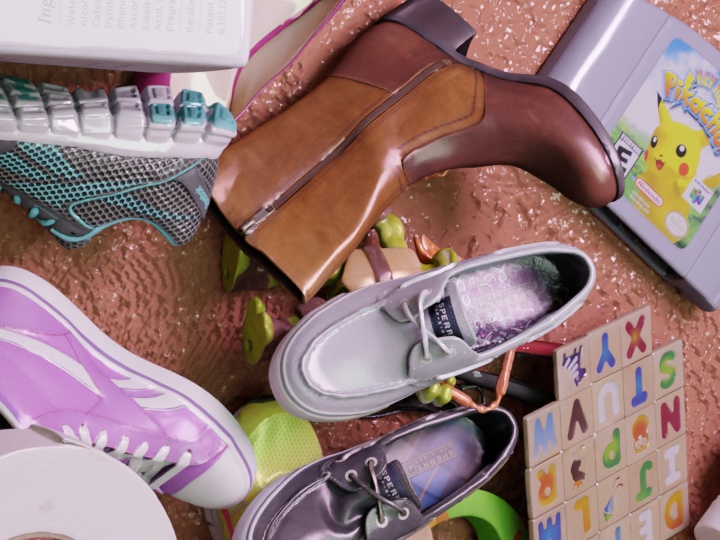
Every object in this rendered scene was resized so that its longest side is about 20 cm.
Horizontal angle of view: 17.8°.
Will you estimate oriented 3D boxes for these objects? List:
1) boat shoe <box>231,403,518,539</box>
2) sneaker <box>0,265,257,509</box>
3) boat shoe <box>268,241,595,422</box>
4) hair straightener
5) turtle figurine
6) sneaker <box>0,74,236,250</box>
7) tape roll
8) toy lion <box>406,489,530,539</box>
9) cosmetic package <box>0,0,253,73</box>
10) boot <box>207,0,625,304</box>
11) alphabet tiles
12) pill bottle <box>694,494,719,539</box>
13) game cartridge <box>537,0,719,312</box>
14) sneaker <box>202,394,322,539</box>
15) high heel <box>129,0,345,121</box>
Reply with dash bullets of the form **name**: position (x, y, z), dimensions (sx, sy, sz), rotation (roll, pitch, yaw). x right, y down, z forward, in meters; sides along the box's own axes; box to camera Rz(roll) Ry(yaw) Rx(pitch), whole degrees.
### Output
- **boat shoe**: position (0.015, 0.128, 1.328), dimensions (0.200, 0.066, 0.070), rotation (-20, 80, -37)
- **sneaker**: position (-0.150, 0.098, 1.277), dimensions (0.200, 0.073, 0.114), rotation (35, 37, -18)
- **boat shoe**: position (0.044, 0.027, 1.304), dimensions (0.200, 0.071, 0.070), rotation (-21, 84, -23)
- **hair straightener**: position (0.064, 0.074, 1.433), dimensions (0.199, 0.041, 0.077), rotation (11, 89, -29)
- **turtle figurine**: position (0.000, 0.000, 1.376), dimensions (0.161, 0.064, 0.201), rotation (-5, 71, -22)
- **sneaker**: position (-0.170, -0.055, 1.267), dimensions (0.199, 0.078, 0.092), rotation (5, 111, -10)
- **tape roll**: position (-0.184, 0.182, 1.202), dimensions (0.202, 0.037, 0.204), rotation (-12, 110, -38)
- **toy lion**: position (0.070, 0.230, 1.446), dimensions (0.191, 0.069, 0.201), rotation (-7, 98, -35)
- **cosmetic package**: position (-0.170, -0.191, 1.197), dimensions (0.199, 0.167, 0.167), rotation (2, 94, -20)
- **boot**: position (0.030, -0.053, 1.335), dimensions (0.188, 0.069, 0.200), rotation (42, 63, 12)
- **alphabet tiles**: position (0.159, 0.130, 1.471), dimensions (0.166, 0.006, 0.201), rotation (-22, 114, -45)
- **pill bottle**: position (0.312, 0.121, 1.533), dimensions (0.200, 0.112, 0.112), rotation (-49, 114, -15)
- **game cartridge**: position (0.198, -0.083, 1.495), dimensions (0.200, 0.040, 0.134), rotation (40, 72, -26)
- **sneaker**: position (-0.043, 0.174, 1.358), dimensions (0.078, 0.090, 0.201), rotation (-3, 95, -26)
- **high heel**: position (-0.063, -0.123, 1.314), dimensions (0.200, 0.096, 0.067), rotation (-50, 115, -15)
